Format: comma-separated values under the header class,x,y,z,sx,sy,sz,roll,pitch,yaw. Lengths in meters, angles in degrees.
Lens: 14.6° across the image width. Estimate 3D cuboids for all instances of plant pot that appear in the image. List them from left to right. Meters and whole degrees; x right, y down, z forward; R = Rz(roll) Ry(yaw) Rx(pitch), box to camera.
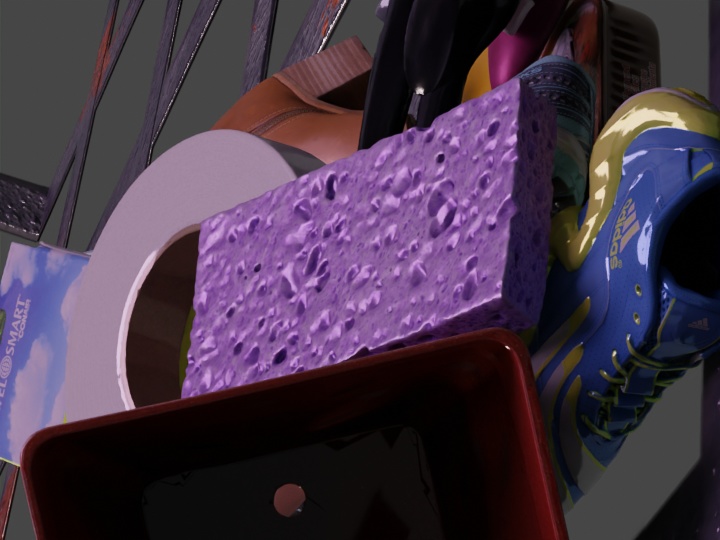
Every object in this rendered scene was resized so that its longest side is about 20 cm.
class,x,y,z,sx,sy,sz,roll,pitch,yaw
plant pot,-0.017,0.140,1.156,0.176,0.199,0.201,160,98,-88

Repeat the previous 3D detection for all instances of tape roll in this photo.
class,x,y,z,sx,sy,sz,roll,pitch,yaw
tape roll,-0.071,0.034,1.354,0.202,0.037,0.204,-18,66,46

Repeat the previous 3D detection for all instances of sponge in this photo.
class,x,y,z,sx,sy,sz,roll,pitch,yaw
sponge,0.000,0.000,1.219,0.200,0.030,0.112,-22,49,39

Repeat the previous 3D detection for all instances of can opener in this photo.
class,x,y,z,sx,sy,sz,roll,pitch,yaw
can opener,0.027,-0.092,1.352,0.079,0.063,0.200,-35,-26,-38

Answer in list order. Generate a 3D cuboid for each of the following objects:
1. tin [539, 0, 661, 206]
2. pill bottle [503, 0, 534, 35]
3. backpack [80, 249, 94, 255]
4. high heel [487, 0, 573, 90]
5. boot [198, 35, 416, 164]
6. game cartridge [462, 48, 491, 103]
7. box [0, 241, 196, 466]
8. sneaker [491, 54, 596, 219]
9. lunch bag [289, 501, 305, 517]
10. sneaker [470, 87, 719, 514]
class,x,y,z,sx,sy,sz,roll,pitch,yaw
tin,0.106,-0.045,1.336,0.201,0.042,0.112,-85,21,-44
pill bottle,0.092,-0.223,1.392,0.200,0.108,0.109,-59,13,5
backpack,-0.087,0.039,1.641,0.178,0.199,0.151,71,-172,-71
high heel,0.068,-0.169,1.483,0.068,0.096,0.200,116,173,-46
boot,-0.036,-0.038,1.500,0.155,0.077,0.200,-33,41,1
game cartridge,0.061,-0.040,1.560,0.200,0.032,0.177,121,162,-56
box,-0.136,0.056,1.499,0.200,0.048,0.122,12,87,55
sneaker,0.058,-0.032,1.319,0.200,0.077,0.087,-41,21,56
lunch bag,-0.023,0.141,1.451,0.170,0.127,0.200,-82,9,-49
sneaker,0.104,0.026,1.156,0.105,0.075,0.201,-120,46,-68
